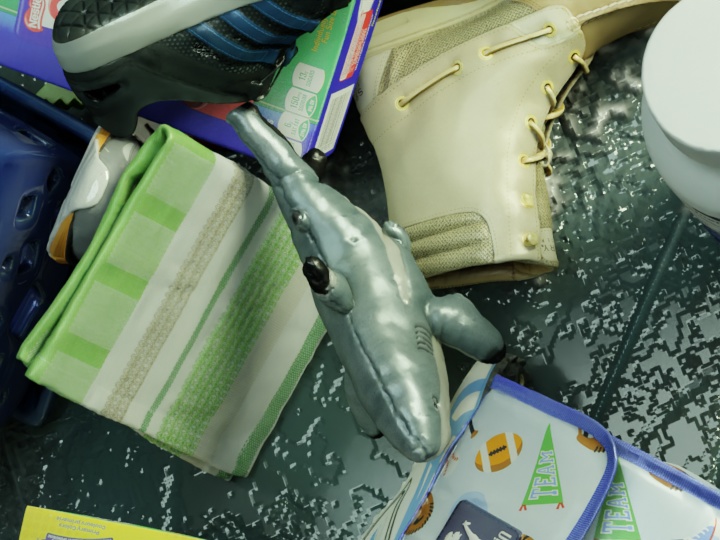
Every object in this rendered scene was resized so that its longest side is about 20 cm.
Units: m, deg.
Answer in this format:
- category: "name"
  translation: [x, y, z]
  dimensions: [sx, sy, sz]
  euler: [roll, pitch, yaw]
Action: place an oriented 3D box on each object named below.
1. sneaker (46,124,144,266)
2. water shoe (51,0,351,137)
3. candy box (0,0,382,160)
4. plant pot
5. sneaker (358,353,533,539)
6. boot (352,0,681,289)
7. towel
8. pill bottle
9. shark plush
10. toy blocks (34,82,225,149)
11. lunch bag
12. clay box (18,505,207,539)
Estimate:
- category: "sneaker"
  translation: [-0.108, -0.019, 1.464]
  dimensions: [0.077, 0.200, 0.079]
  euler: [23, 82, 14]
- category: "water shoe"
  translation: [-0.054, -0.130, 1.388]
  dimensions: [0.199, 0.079, 0.072]
  euler: [-17, 36, 10]
- category: "candy box"
  translation: [-0.089, -0.166, 1.454]
  dimensions: [0.199, 0.077, 0.170]
  euler: [20, 104, 10]
- category: "plant pot"
  translation: [-0.247, -0.017, 1.506]
  dimensions: [0.199, 0.180, 0.201]
  euler: [27, 107, 25]
- category: "sneaker"
  translation: [0.033, 0.132, 1.437]
  dimensions: [0.072, 0.072, 0.201]
  euler: [17, 79, 33]
- category: "boot"
  translation: [0.097, -0.077, 1.465]
  dimensions: [0.199, 0.073, 0.156]
  euler: [-15, 74, 12]
- category: "towel"
  translation: [-0.086, 0.018, 1.442]
  dimensions: [0.031, 0.200, 0.150]
  euler: [27, 86, 36]
- category: "pill bottle"
  translation: [0.200, -0.068, 1.351]
  dimensions: [0.110, 0.200, 0.112]
  euler: [-5, 74, 19]
- category: "shark plush"
  translation: [0.000, 0.000, 1.389]
  dimensions: [0.090, 0.083, 0.201]
  euler: [-20, 89, 24]
- category: "toy blocks"
  translation: [-0.071, -0.118, 1.539]
  dimensions: [0.200, 0.100, 0.137]
  euler: [-44, 77, 6]
- category: "lunch bag"
  translation: [0.111, 0.167, 1.351]
  dimensions: [0.199, 0.124, 0.171]
  euler: [29, 85, 13]
- category: "clay box"
  translation: [-0.094, 0.160, 1.404]
  dimensions: [0.114, 0.200, 0.048]
  euler: [8, 79, 22]
